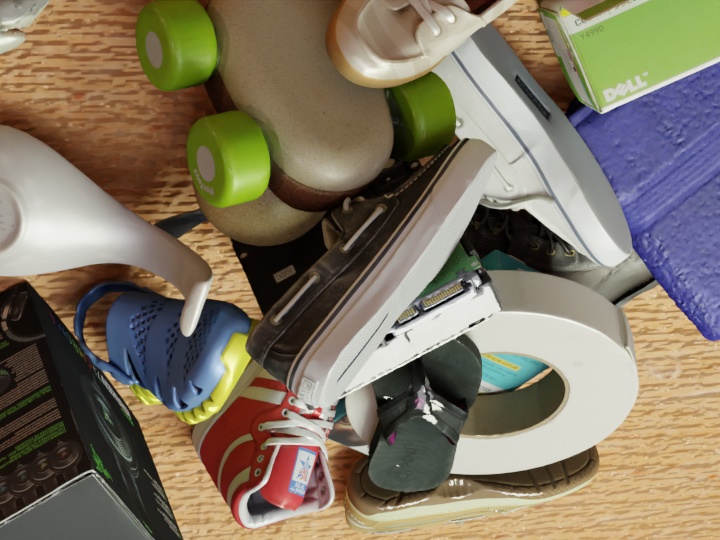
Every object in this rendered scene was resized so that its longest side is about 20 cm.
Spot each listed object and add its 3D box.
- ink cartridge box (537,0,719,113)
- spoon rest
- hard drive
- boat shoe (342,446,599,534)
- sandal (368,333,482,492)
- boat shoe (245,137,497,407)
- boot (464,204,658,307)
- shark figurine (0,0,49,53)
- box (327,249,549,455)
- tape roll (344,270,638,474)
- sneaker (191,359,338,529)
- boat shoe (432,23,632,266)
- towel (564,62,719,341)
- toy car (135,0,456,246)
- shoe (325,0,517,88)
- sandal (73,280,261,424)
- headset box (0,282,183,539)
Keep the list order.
[{"bbox_3d":[0.200,-0.158,1.442,0.147,0.200,0.076,-24,100,1],"label":"ink cartridge box"},{"bbox_3d":[-0.182,-0.023,1.445,0.199,0.061,0.100,25,113,5],"label":"spoon rest"},{"bbox_3d":[0.000,0.000,1.494,0.139,0.200,0.038,-28,120,-1],"label":"hard drive"},{"bbox_3d":[0.082,0.162,1.777,0.199,0.072,0.076,-5,145,-12],"label":"boat shoe"},{"bbox_3d":[0.042,0.100,1.536,0.075,0.048,0.201,-1,145,-1],"label":"sandal"},{"bbox_3d":[0.006,-0.013,1.381,0.200,0.071,0.072,-51,164,-24],"label":"boat shoe"},{"bbox_3d":[0.132,-0.021,1.630,0.174,0.069,0.200,15,122,-34],"label":"boot"},{"bbox_3d":[-0.286,-0.125,1.326,0.128,0.214,0.090,-22,100,34],"label":"shark figurine"},{"bbox_3d":[0.059,0.065,1.634,0.082,0.049,0.200,24,136,-33],"label":"box"},{"bbox_3d":[0.088,0.072,1.572,0.202,0.037,0.203,-2,143,-2],"label":"tape roll"},{"bbox_3d":[-0.038,0.092,1.618,0.071,0.113,0.200,18,119,-36],"label":"sneaker"},{"bbox_3d":[0.093,-0.072,1.528,0.086,0.075,0.202,-33,106,24],"label":"boat shoe"},{"bbox_3d":[0.237,-0.068,1.589,0.148,0.050,0.200,-38,101,5],"label":"towel"},{"bbox_3d":[-0.064,-0.081,1.466,0.164,0.158,0.200,-15,159,-30],"label":"toy car"},{"bbox_3d":[0.055,-0.175,1.416,0.200,0.070,0.053,-36,172,-37],"label":"shoe"},{"bbox_3d":[-0.130,0.047,1.508,0.087,0.200,0.080,38,71,-20],"label":"sandal"},{"bbox_3d":[-0.195,0.141,1.527,0.093,0.200,0.174,-30,134,2],"label":"headset box"}]
